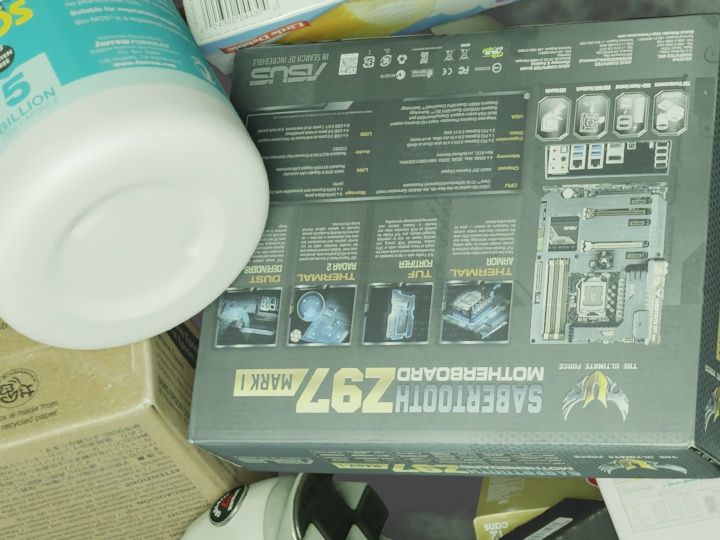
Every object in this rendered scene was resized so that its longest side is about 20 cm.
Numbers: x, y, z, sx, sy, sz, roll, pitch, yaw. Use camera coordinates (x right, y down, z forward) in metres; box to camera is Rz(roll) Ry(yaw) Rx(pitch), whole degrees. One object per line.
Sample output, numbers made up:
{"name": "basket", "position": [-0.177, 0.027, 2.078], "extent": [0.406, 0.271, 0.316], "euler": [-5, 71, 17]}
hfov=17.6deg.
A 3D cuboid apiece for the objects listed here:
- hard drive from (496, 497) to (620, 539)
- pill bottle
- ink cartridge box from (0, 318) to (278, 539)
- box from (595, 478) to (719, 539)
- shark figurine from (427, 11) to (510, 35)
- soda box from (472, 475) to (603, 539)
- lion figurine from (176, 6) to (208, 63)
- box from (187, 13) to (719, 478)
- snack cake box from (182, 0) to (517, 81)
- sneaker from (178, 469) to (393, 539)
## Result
{"name": "hard drive", "position": [0.072, 0.208, 0.911], "extent": [0.038, 0.139, 0.201], "euler": [-3, 110, 54]}
{"name": "pill bottle", "position": [-0.118, -0.074, 0.872], "extent": [0.110, 0.200, 0.111], "euler": [-18, 140, -16]}
{"name": "ink cartridge box", "position": [-0.149, 0.082, 0.953], "extent": [0.199, 0.165, 0.076], "euler": [-15, 59, 10]}
{"name": "box", "position": [0.164, 0.074, 0.881], "extent": [0.143, 0.036, 0.201], "euler": [-13, 114, 23]}
{"name": "shark figurine", "position": [0.000, -0.015, 0.934], "extent": [0.089, 0.128, 0.216], "euler": [15, 104, 14]}
{"name": "soda box", "position": [0.150, 0.110, 0.970], "extent": [0.199, 0.064, 0.068], "euler": [-9, 103, 10]}
{"name": "lion figurine", "position": [-0.130, -0.037, 0.979], "extent": [0.122, 0.072, 0.201], "euler": [16, 91, 14]}
{"name": "box", "position": [0.040, -0.007, 0.847], "extent": [0.199, 0.051, 0.159], "euler": [-2, 72, 26]}
{"name": "snack cake box", "position": [0.022, -0.160, 0.904], "extent": [0.199, 0.067, 0.116], "euler": [-16, 77, 11]}
{"name": "sneaker", "position": [0.000, 0.163, 0.944], "extent": [0.088, 0.074, 0.201], "euler": [-19, 113, 35]}
